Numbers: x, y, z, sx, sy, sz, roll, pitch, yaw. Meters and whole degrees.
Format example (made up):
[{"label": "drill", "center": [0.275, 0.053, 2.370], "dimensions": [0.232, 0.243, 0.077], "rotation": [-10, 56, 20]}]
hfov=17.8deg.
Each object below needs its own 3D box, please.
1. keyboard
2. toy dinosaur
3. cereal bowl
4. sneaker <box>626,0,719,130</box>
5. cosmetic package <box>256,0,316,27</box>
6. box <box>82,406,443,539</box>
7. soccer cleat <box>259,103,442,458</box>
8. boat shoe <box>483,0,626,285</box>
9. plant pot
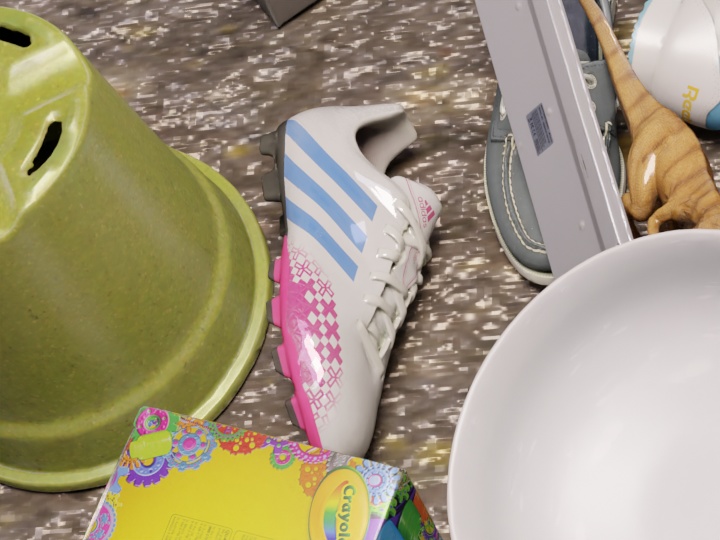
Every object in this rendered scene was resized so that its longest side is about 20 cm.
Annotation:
[{"label": "keyboard", "center": [0.091, -0.071, 1.098], "dimensions": [0.011, 0.056, 0.202], "rotation": [0, 63, -30]}, {"label": "toy dinosaur", "center": [0.142, -0.054, 1.081], "dimensions": [0.060, 0.107, 0.201], "rotation": [-9, 43, -14]}, {"label": "cereal bowl", "center": [0.140, 0.089, 0.952], "dimensions": [0.199, 0.083, 0.202], "rotation": [-16, 58, 28]}, {"label": "sneaker", "center": [0.206, -0.157, 1.154], "dimensions": [0.080, 0.077, 0.201], "rotation": [23, 75, 17]}, {"label": "cosmetic package", "center": [-0.001, -0.238, 1.249], "dimensions": [0.199, 0.090, 0.107], "rotation": [-35, 57, -2]}, {"label": "box", "center": [-0.045, 0.196, 0.944], "dimensions": [0.121, 0.193, 0.201], "rotation": [11, 65, 22]}, {"label": "soccer cleat", "center": [0.000, 0.000, 1.118], "dimensions": [0.086, 0.070, 0.201], "rotation": [-12, 58, 9]}, {"label": "boat shoe", "center": [0.095, -0.090, 1.147], "dimensions": [0.072, 0.062, 0.202], "rotation": [-1, 61, 13]}, {"label": "plant pot", "center": [-0.162, -0.023, 1.111], "dimensions": [0.198, 0.185, 0.202], "rotation": [-8, 59, 13]}]
